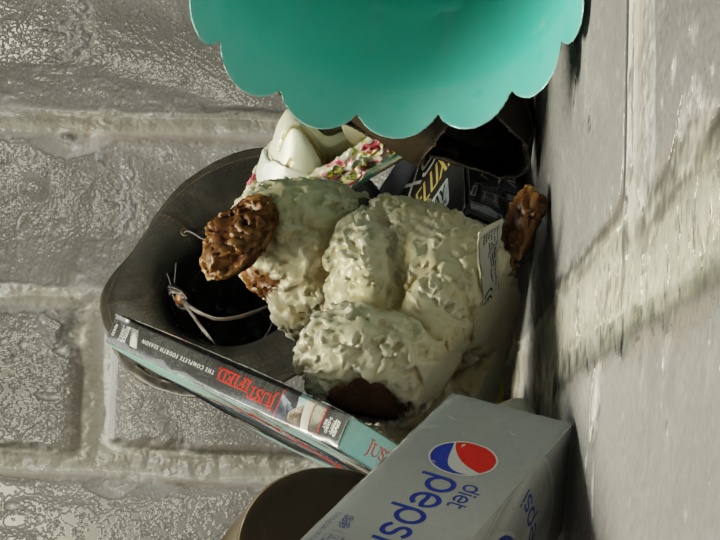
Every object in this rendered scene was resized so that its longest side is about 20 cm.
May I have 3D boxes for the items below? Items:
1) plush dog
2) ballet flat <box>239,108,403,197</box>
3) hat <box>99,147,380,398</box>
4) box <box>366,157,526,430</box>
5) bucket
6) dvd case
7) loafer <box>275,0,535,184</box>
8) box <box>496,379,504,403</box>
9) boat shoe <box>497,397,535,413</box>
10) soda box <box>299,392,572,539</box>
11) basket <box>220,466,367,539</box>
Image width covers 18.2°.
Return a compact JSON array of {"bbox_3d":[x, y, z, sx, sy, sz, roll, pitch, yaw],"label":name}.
[{"bbox_3d":[0.000,0.000,1.256,0.162,0.171,0.200,-66,-21,-4],"label":"plush dog"},{"bbox_3d":[-0.010,-0.085,1.378,0.064,0.199,0.076,49,-167,-31],"label":"ballet flat"},{"bbox_3d":[-0.062,0.020,1.437,0.081,0.199,0.202,65,-161,-46],"label":"hat"},{"bbox_3d":[0.035,-0.003,1.416,0.201,0.049,0.158,-56,19,32],"label":"box"},{"bbox_3d":[0.017,-0.183,1.136,0.208,0.205,0.136,94,-177,-47],"label":"bucket"},{"bbox_3d":[-0.029,0.084,1.197,0.146,0.199,0.022,35,-102,-43],"label":"dvd case"},{"bbox_3d":[0.029,-0.101,1.263,0.073,0.199,0.072,-52,42,32],"label":"loafer"},{"bbox_3d":[0.053,0.099,1.435,0.050,0.075,0.201,-58,17,31],"label":"box"},{"bbox_3d":[0.065,0.147,1.267,0.069,0.072,0.201,57,145,25],"label":"boat shoe"},{"bbox_3d":[0.030,0.129,1.029,0.200,0.068,0.064,-39,-43,-56],"label":"soda box"},{"bbox_3d":[-0.038,0.199,1.162,0.201,0.135,0.182,118,149,-49],"label":"basket"}]
